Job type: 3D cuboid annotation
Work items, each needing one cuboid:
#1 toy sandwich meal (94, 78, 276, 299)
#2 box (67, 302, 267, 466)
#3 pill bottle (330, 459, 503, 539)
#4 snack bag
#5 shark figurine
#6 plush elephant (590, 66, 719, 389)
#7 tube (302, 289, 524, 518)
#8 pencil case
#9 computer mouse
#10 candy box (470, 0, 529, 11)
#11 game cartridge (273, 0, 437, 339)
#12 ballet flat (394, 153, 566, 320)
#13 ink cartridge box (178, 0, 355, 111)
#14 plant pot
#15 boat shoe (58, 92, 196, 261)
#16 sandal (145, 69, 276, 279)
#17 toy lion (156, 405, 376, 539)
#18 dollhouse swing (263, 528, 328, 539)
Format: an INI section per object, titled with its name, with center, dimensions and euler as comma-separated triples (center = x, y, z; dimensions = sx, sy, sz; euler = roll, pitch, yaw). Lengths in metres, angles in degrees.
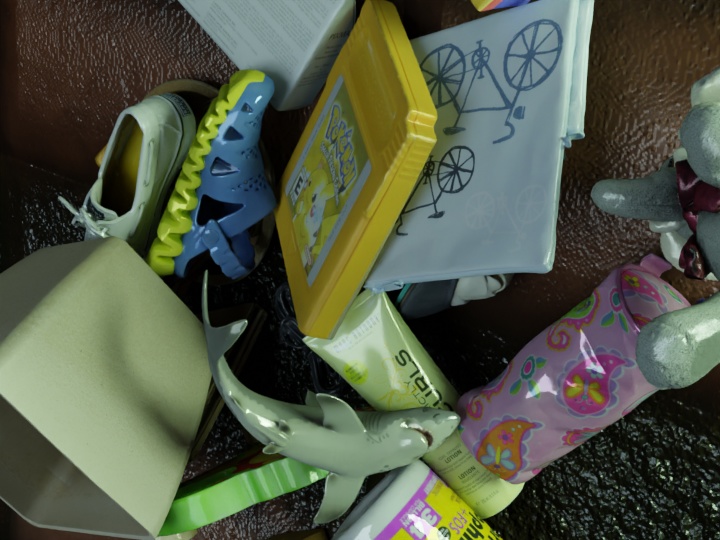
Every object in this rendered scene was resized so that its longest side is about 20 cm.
[toy sandwich meal]
center = -0.160, -0.069, 1.196
dimensions = 0.204, 0.070, 0.206
euler = 15, 114, 36
[box]
center = -0.187, 0.109, 1.232
dimensions = 0.199, 0.164, 0.021
euler = -12, 133, 41
[pill bottle]
center = 0.077, 0.247, 1.047
dimensions = 0.200, 0.104, 0.104
euler = 44, 129, 1
[snack bag]
center = 0.080, -0.084, 0.953
dimensions = 0.188, 0.021, 0.201
euler = -8, 71, 48
[shark figurine]
center = -0.048, 0.099, 1.022
dimensions = 0.214, 0.090, 0.128
euler = 28, 113, -15
[plush elephant]
center = 0.222, -0.040, 0.846
dimensions = 0.155, 0.199, 0.166
euler = 32, 125, 55
[tube]
center = 0.046, 0.105, 1.056
dimensions = 0.200, 0.058, 0.052
euler = 50, 156, -10
[pencil case]
center = 0.155, 0.074, 0.980
dimensions = 0.088, 0.087, 0.200
euler = 53, 130, 12
[computer mouse]
center = 0.000, 0.000, 1.094
dimensions = 0.201, 0.052, 0.139
euler = -65, 37, 33
[candy box]
center = 0.097, -0.301, 0.899
dimensions = 0.169, 0.077, 0.201
euler = -38, 81, 40
[game cartridge]
center = -0.010, -0.079, 1.027
dimensions = 0.177, 0.032, 0.201
euler = -106, 34, -49
[ballet flat]
center = 0.091, -0.025, 1.007
dimensions = 0.073, 0.073, 0.201
euler = 41, 123, 21
[ink cartridge box]
center = -0.057, -0.251, 1.068
dimensions = 0.160, 0.047, 0.200
euler = 49, 127, 16
[plant pot]
center = -0.237, 0.085, 1.121
dimensions = 0.199, 0.177, 0.200
euler = -6, 132, 47
[boat shoe]
center = -0.207, -0.055, 1.141
dimensions = 0.075, 0.086, 0.202
euler = 44, 125, 19
[sandal]
center = -0.105, -0.070, 1.107
dimensions = 0.087, 0.080, 0.201
euler = 22, 121, -4
[toy lion]
center = -0.076, 0.165, 1.132
dimensions = 0.191, 0.199, 0.069
euler = -19, 94, 60
[dollhouse swing]
center = -0.045, 0.347, 1.191
dimensions = 0.176, 0.181, 0.201
euler = -11, 98, 62
